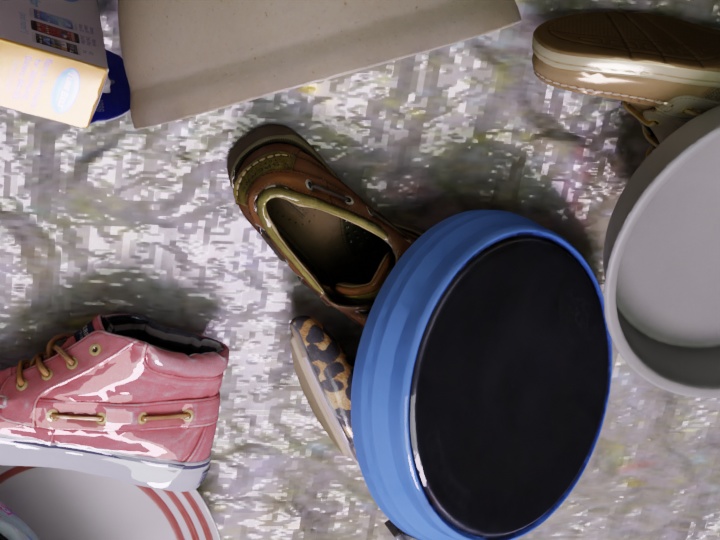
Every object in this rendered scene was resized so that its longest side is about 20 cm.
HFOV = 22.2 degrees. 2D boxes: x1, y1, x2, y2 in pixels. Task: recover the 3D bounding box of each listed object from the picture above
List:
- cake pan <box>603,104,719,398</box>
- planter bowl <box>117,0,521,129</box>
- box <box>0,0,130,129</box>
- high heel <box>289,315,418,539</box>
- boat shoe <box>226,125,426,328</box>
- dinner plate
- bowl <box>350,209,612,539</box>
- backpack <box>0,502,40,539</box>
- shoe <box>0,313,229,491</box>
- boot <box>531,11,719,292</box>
[{"bbox_3d":[0.225,-0.017,1.047,0.200,0.037,0.201,-10,126,-14],"label":"cake pan"},{"bbox_3d":[-0.033,-0.160,0.905,0.200,0.200,0.135,-15,97,-2],"label":"planter bowl"},{"bbox_3d":[-0.206,-0.131,0.912,0.200,0.119,0.042,13,118,-20],"label":"box"},{"bbox_3d":[0.047,0.074,1.138,0.142,0.071,0.200,-33,120,-5],"label":"high heel"},{"bbox_3d":[0.000,0.000,1.069,0.200,0.068,0.072,35,107,-30],"label":"boat shoe"},{"bbox_3d":[-0.183,0.192,1.146,0.200,0.024,0.201,0,97,-3],"label":"dinner plate"},{"bbox_3d":[0.078,0.066,1.076,0.200,0.039,0.201,-10,105,-44],"label":"bowl"},{"bbox_3d":[-0.228,0.227,1.074,0.167,0.127,0.200,-31,101,-16],"label":"backpack"},{"bbox_3d":[-0.178,0.066,1.078,0.200,0.071,0.091,12,103,-12],"label":"shoe"},{"bbox_3d":[0.177,-0.066,1.066,0.200,0.073,0.156,4,122,-21],"label":"boot"}]
